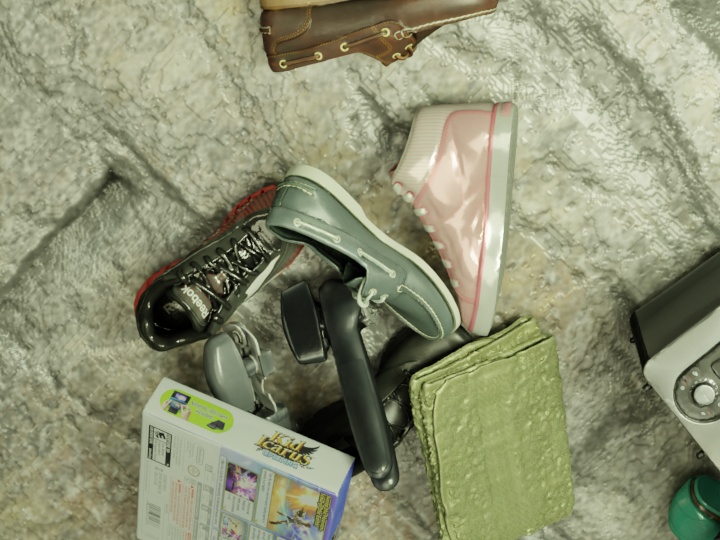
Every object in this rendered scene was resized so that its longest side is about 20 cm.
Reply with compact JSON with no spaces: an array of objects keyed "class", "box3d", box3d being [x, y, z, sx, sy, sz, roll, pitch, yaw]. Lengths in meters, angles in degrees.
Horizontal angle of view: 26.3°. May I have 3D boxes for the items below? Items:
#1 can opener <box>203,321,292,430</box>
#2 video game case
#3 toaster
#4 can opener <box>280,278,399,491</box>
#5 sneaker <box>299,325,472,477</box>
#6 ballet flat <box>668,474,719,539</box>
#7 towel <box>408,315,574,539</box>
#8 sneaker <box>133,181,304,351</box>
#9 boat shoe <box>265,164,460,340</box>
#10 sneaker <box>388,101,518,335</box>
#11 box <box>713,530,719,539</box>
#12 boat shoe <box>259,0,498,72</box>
[{"class":"can opener","box3d":[-0.098,0.140,1.363,0.066,0.053,0.202,-26,117,-32]},{"class":"video game case","box3d":[-0.105,0.199,1.344,0.180,0.046,0.201,22,139,9]},{"class":"toaster","box3d":[0.318,0.094,1.278,0.118,0.200,0.181,-38,96,12]},{"class":"can opener","box3d":[-0.005,0.093,1.300,0.078,0.063,0.202,-26,63,10]},{"class":"sneaker","box3d":[0.024,0.125,1.348,0.076,0.091,0.200,41,105,-10]},{"class":"ballet flat","box3d":[0.364,0.251,1.396,0.199,0.068,0.071,28,133,-7]},{"class":"towel","box3d":[0.118,0.152,1.350,0.147,0.036,0.202,-21,113,-22]},{"class":"sneaker","box3d":[-0.116,0.003,1.309,0.200,0.098,0.071,-37,102,13]},{"class":"boat shoe","box3d":[0.000,0.000,1.278,0.200,0.062,0.073,44,149,-19]},{"class":"sneaker","box3d":[0.074,-0.047,1.296,0.103,0.075,0.203,5,111,8]},{"class":"box","box3d":[0.364,0.200,1.301,0.042,0.200,0.119,49,137,-2]},{"class":"boat shoe","box3d":[0.016,-0.200,1.245,0.197,0.070,0.071,-4,103,14]}]
